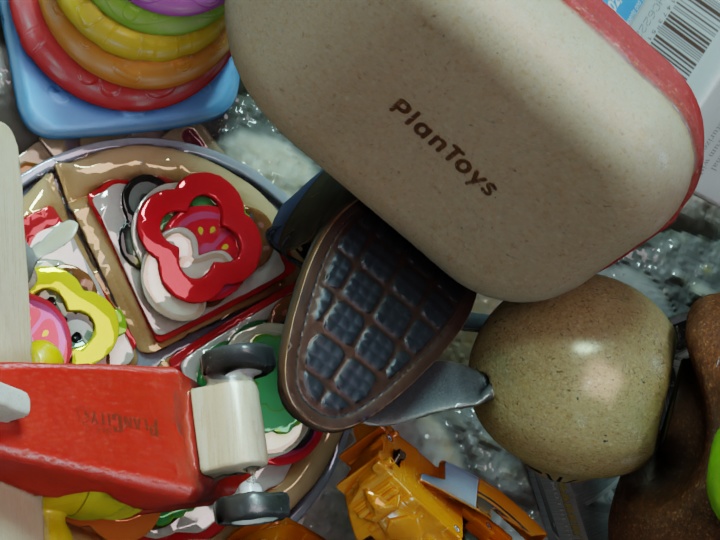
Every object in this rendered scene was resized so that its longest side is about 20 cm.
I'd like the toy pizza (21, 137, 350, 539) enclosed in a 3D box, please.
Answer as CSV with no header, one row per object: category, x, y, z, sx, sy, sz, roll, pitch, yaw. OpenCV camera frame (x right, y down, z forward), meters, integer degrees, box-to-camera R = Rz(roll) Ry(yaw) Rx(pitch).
toy pizza,-0.092,0.039,0.855,0.199,0.032,0.202,2,83,-19

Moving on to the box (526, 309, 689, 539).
box,0.172,0.121,0.934,0.157,0.048,0.201,-17,89,-20

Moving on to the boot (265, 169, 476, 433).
boot,0.000,0.000,0.825,0.075,0.097,0.201,39,52,-14

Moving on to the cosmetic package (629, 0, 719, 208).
cosmetic package,0.203,-0.064,0.839,0.199,0.071,0.102,24,106,-34

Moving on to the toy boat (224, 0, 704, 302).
toy boat,0.046,-0.094,0.758,0.200,0.130,0.131,41,44,-14

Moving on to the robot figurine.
robot figurine,0.043,0.157,0.852,0.145,0.058,0.200,-37,114,24

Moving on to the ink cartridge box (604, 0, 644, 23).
ink cartridge box,0.027,-0.155,0.860,0.200,0.115,0.068,48,46,-16

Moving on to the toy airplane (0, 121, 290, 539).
toy airplane,-0.138,0.069,0.747,0.200,0.141,0.200,55,40,-20

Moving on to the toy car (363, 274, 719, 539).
toy car,0.097,0.065,0.813,0.199,0.164,0.159,15,117,7

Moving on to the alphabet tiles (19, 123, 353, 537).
alphabet tiles,-0.098,0.030,0.874,0.166,0.006,0.200,-39,97,-18

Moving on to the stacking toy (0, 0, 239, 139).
stacking toy,-0.083,-0.134,0.794,0.109,0.200,0.117,-9,83,-19
